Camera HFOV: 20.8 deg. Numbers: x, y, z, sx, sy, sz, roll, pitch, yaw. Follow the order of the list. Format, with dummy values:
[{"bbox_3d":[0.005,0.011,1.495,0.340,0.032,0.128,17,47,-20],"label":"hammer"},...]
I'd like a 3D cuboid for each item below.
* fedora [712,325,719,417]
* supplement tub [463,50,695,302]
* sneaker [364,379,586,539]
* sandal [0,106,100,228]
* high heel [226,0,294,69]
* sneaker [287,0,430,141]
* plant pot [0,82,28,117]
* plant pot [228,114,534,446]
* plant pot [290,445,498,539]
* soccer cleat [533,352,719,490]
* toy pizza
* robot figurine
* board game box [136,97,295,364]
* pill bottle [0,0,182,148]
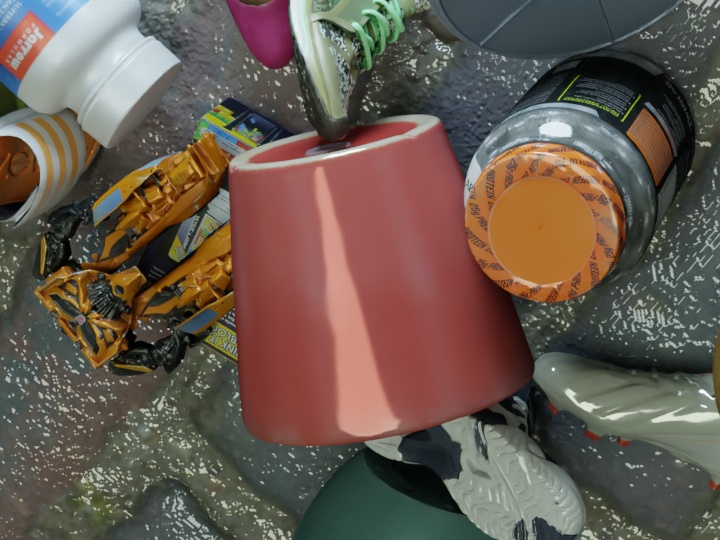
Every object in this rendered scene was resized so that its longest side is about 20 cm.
[{"bbox_3d":[0.330,0.068,1.293,0.200,0.082,0.201,4,104,15],"label":"fedora"},{"bbox_3d":[0.139,-0.060,1.252,0.122,0.200,0.123,7,113,18],"label":"supplement tub"},{"bbox_3d":[0.105,0.117,1.367,0.199,0.129,0.080,22,117,41],"label":"sneaker"},{"bbox_3d":[-0.255,-0.063,1.395,0.059,0.207,0.079,30,125,34],"label":"sandal"},{"bbox_3d":[-0.082,-0.226,1.325,0.067,0.096,0.200,4,112,18],"label":"high heel"},{"bbox_3d":[0.001,-0.170,1.278,0.088,0.200,0.077,-4,143,7],"label":"sneaker"},{"bbox_3d":[-0.373,-0.098,1.434,0.200,0.184,0.201,7,113,18],"label":"plant pot"},{"bbox_3d":[0.000,0.000,1.278,0.200,0.200,0.178,-8,103,23],"label":"plant pot"},{"bbox_3d":[0.039,0.220,1.411,0.200,0.201,0.161,21,105,11],"label":"plant pot"},{"bbox_3d":[0.217,0.093,1.365,0.200,0.069,0.078,25,112,1],"label":"soccer cleat"},{"bbox_3d":[0.135,-0.209,1.232,0.200,0.032,0.200,-10,145,-7],"label":"toy pizza"},{"bbox_3d":[-0.152,-0.004,1.398,0.200,0.058,0.145,-36,95,28],"label":"robot figurine"},{"bbox_3d":[-0.051,-0.004,1.427,0.200,0.057,0.165,31,120,6],"label":"board game box"},{"bbox_3d":[-0.227,-0.183,1.387,0.200,0.112,0.112,41,119,1],"label":"pill bottle"}]
